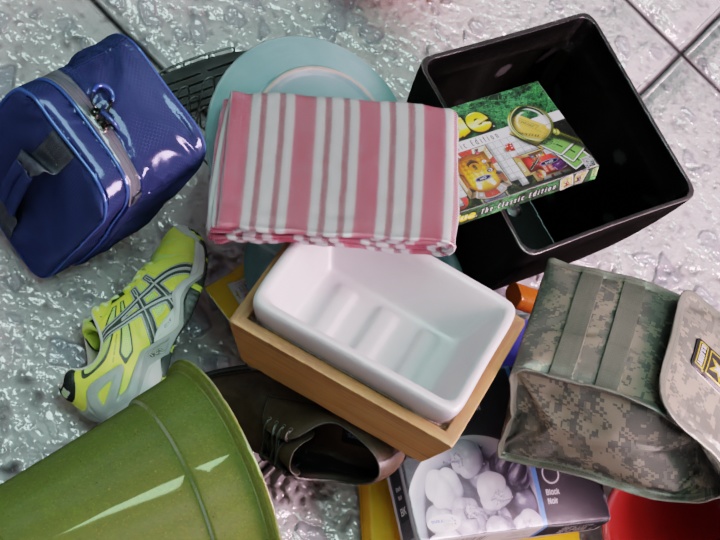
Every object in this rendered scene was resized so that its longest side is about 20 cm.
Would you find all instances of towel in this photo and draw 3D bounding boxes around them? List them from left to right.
[{"bbox_3d":[-0.019,-0.077,1.600,0.198,0.030,0.147,4,54,0],"label":"towel"}]

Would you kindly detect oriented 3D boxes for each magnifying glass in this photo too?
[{"bbox_3d":[0.210,0.047,1.828,0.199,0.022,0.080,20,37,-38],"label":"magnifying glass"}]

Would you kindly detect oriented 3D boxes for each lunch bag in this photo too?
[{"bbox_3d":[-0.228,-0.088,1.614,0.132,0.200,0.136,-36,87,-34],"label":"lunch bag"},{"bbox_3d":[0.227,0.093,1.637,0.199,0.118,0.164,14,39,10],"label":"lunch bag"}]

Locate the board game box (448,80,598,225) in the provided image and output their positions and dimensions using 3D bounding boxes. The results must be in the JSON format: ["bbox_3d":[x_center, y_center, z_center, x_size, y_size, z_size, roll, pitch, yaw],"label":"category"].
[{"bbox_3d":[0.088,-0.090,1.655,0.199,0.024,0.105,-19,56,-23],"label":"board game box"}]

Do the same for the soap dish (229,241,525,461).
[{"bbox_3d":[0.012,0.051,1.589,0.199,0.081,0.158,29,46,6],"label":"soap dish"}]

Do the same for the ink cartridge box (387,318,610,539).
[{"bbox_3d":[0.103,0.131,1.701,0.197,0.043,0.201,-3,69,-30],"label":"ink cartridge box"}]

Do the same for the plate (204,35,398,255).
[{"bbox_3d":[-0.036,-0.103,1.682,0.199,0.026,0.202,7,75,-27],"label":"plate"}]

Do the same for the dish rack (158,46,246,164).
[{"bbox_3d":[-0.091,-0.140,1.768,0.153,0.055,0.200,-22,52,-32],"label":"dish rack"}]

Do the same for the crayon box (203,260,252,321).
[{"bbox_3d":[-0.035,0.030,1.734,0.199,0.052,0.126,-31,79,-37],"label":"crayon box"}]

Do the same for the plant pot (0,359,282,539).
[{"bbox_3d":[-0.184,0.193,1.500,0.189,0.200,0.201,-21,73,-20],"label":"plant pot"}]

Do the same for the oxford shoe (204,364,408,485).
[{"bbox_3d":[-0.061,0.125,1.608,0.199,0.073,0.084,9,23,17],"label":"oxford shoe"}]

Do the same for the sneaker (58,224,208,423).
[{"bbox_3d":[-0.183,0.037,1.643,0.076,0.075,0.201,26,53,-11],"label":"sneaker"}]

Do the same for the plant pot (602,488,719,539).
[{"bbox_3d":[0.336,0.206,1.740,0.201,0.201,0.177,47,44,5],"label":"plant pot"}]

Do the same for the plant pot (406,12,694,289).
[{"bbox_3d":[0.143,-0.085,1.807,0.199,0.178,0.200,-19,72,-30],"label":"plant pot"}]

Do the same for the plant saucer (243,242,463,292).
[{"bbox_3d":[0.000,0.000,1.703,0.199,0.028,0.201,10,49,-12],"label":"plant saucer"}]

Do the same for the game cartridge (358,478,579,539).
[{"bbox_3d":[0.095,0.239,1.694,0.199,0.032,0.177,8,59,-19],"label":"game cartridge"}]
